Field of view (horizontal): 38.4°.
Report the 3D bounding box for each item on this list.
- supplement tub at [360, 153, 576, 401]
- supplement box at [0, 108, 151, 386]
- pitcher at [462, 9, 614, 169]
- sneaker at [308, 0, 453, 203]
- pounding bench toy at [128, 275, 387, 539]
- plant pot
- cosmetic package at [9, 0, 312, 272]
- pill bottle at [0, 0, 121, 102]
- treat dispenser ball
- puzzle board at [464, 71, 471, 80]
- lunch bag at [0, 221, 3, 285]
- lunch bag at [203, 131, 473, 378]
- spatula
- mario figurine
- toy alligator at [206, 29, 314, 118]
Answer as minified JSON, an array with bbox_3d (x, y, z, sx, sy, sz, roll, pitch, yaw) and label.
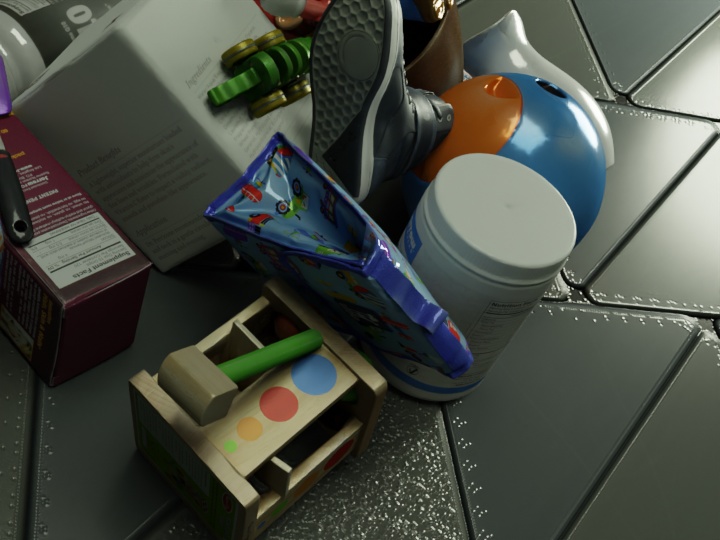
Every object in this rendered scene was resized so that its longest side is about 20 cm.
[{"bbox_3d":[0.088,0.011,0.905,0.132,0.200,0.132,12,46,-13],"label":"supplement tub"},{"bbox_3d":[-0.270,-0.021,0.843,0.200,0.110,0.086,45,48,18],"label":"supplement box"},{"bbox_3d":[0.197,-0.180,1.182,0.200,0.121,0.172,56,6,3],"label":"pitcher"},{"bbox_3d":[0.025,-0.163,0.887,0.077,0.203,0.146,30,39,26],"label":"sneaker"},{"bbox_3d":[-0.067,0.087,0.750,0.156,0.200,0.124,-37,70,-27],"label":"pounding bench toy"},{"bbox_3d":[0.035,-0.220,1.084,0.187,0.200,0.187,-8,67,20],"label":"plant pot"},{"bbox_3d":[-0.158,-0.141,0.911,0.200,0.165,0.165,50,40,-22],"label":"cosmetic package"},{"bbox_3d":[-0.309,-0.210,0.994,0.114,0.114,0.200,38,47,12],"label":"pill bottle"},{"bbox_3d":[0.141,-0.094,1.022,0.201,0.201,0.201,12,47,-13],"label":"treat dispenser ball"},{"bbox_3d":[0.073,-0.234,1.249,0.200,0.017,0.151,31,45,4],"label":"puzzle board"},{"bbox_3d":[-0.341,-0.028,0.761,0.160,0.200,0.076,49,50,4],"label":"lunch bag"},{"bbox_3d":[0.000,0.000,0.782,0.094,0.151,0.200,-49,43,-10],"label":"lunch bag"},{"bbox_3d":[-0.289,-0.100,0.812,0.056,0.021,0.200,-8,55,-30],"label":"spatula"},{"bbox_3d":[-0.022,-0.268,0.946,0.200,0.123,0.106,0,81,18],"label":"mario figurine"},{"bbox_3d":[-0.055,-0.178,0.873,0.200,0.054,0.059,-37,101,-52],"label":"toy alligator"}]
